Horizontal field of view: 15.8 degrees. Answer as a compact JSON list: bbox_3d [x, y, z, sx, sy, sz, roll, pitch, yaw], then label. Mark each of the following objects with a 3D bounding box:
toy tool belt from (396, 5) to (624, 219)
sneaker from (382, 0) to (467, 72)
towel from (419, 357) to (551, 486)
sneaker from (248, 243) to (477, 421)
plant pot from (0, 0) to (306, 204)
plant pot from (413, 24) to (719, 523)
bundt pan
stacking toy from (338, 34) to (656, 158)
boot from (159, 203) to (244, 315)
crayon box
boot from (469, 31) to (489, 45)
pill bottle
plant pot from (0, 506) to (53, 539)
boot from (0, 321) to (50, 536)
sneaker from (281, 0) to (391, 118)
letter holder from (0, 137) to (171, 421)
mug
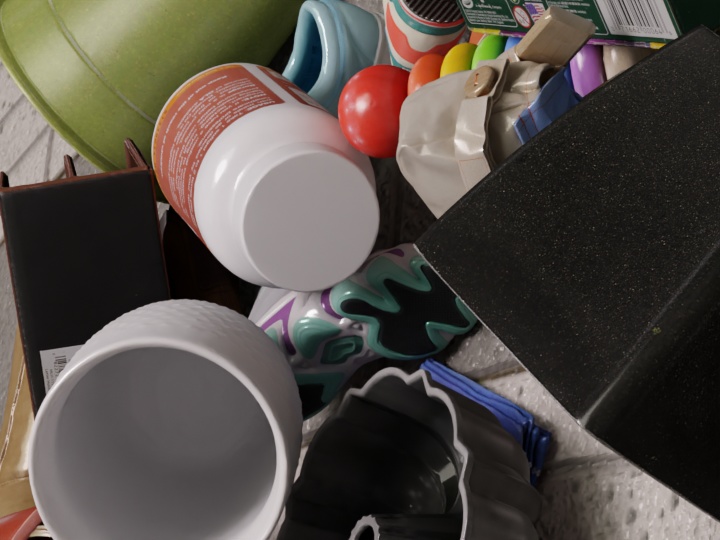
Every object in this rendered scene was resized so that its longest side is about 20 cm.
[{"bbox_3d":[0.118,-0.041,1.369,0.123,0.200,0.125,-31,27,23],"label":"toy tool belt"},{"bbox_3d":[0.044,-0.208,1.671,0.094,0.070,0.201,111,169,-50],"label":"sneaker"},{"bbox_3d":[0.036,0.160,1.527,0.145,0.024,0.201,29,98,59],"label":"towel"},{"bbox_3d":[0.000,0.000,1.623,0.199,0.078,0.140,-27,34,27],"label":"sneaker"},{"bbox_3d":[-0.127,-0.183,1.838,0.190,0.200,0.201,-42,40,18],"label":"plant pot"},{"bbox_3d":[0.179,0.004,1.246,0.178,0.200,0.200,-53,34,7],"label":"plant pot"},{"bbox_3d":[0.032,0.159,1.440,0.202,0.075,0.203,-37,44,48],"label":"bundt pan"},{"bbox_3d":[0.078,-0.105,1.476,0.199,0.085,0.086,-7,64,26],"label":"stacking toy"},{"bbox_3d":[-0.097,0.007,1.745,0.201,0.068,0.189,-102,32,-41],"label":"boot"},{"bbox_3d":[0.166,-0.188,1.395,0.172,0.059,0.200,-36,24,-23],"label":"crayon box"},{"bbox_3d":[0.101,-0.155,1.566,0.201,0.075,0.107,-68,19,5],"label":"boot"},{"bbox_3d":[-0.056,-0.054,1.582,0.113,0.112,0.200,-65,21,8],"label":"pill bottle"},{"bbox_3d":[-0.176,0.228,1.673,0.195,0.200,0.202,-12,63,63],"label":"plant pot"},{"bbox_3d":[-0.229,0.116,1.920,0.175,0.066,0.201,-7,66,55],"label":"boot"},{"bbox_3d":[-0.041,-0.085,1.722,0.074,0.082,0.201,4,78,58],"label":"sneaker"},{"bbox_3d":[-0.179,0.024,1.731,0.142,0.100,0.201,-125,27,-74],"label":"letter holder"},{"bbox_3d":[-0.120,0.110,1.512,0.200,0.147,0.175,-53,4,12],"label":"mug"}]
